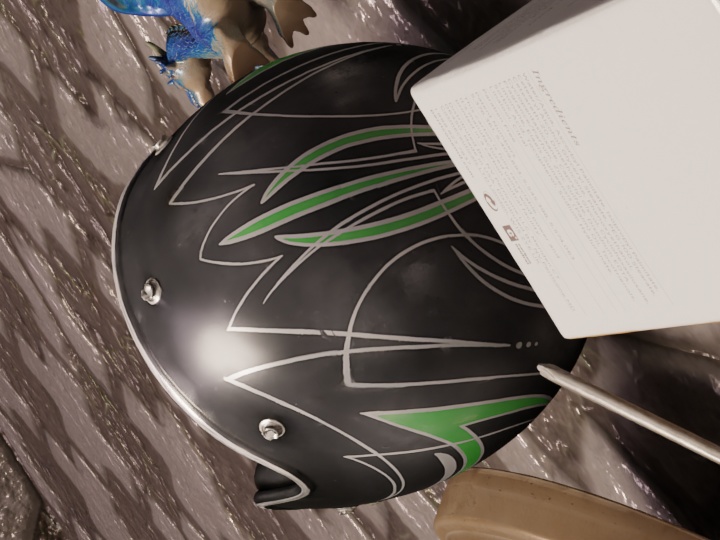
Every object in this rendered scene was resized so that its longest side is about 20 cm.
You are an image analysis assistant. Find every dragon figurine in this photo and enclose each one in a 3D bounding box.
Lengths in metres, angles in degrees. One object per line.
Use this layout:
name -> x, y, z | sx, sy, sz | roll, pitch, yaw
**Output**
dragon figurine -> -0.083, -0.135, 0.934 | 0.099, 0.059, 0.200 | 25, 158, 47

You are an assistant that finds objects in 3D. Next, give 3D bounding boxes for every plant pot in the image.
plant pot -> 0.114, 0.168, 0.942 | 0.200, 0.093, 0.201 | 23, 165, 6

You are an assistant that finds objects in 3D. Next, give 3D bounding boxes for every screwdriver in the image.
screwdriver -> 0.131, 0.066, 0.663 | 0.199, 0.028, 0.029 | 28, 163, 30

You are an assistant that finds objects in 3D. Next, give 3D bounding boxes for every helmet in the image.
helmet -> 0.000, 0.000, 0.898 | 0.200, 0.199, 0.191 | 50, 166, 15

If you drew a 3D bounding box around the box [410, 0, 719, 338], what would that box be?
box -> 0.118, -0.058, 0.622 | 0.098, 0.124, 0.200 | 57, 163, -7
